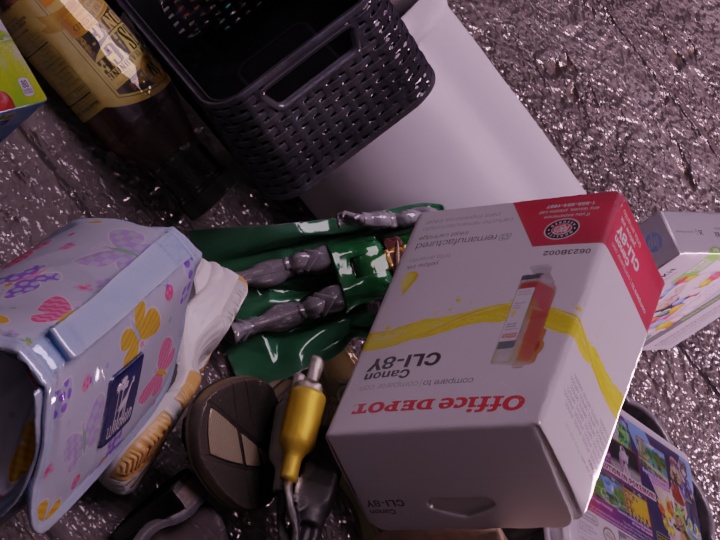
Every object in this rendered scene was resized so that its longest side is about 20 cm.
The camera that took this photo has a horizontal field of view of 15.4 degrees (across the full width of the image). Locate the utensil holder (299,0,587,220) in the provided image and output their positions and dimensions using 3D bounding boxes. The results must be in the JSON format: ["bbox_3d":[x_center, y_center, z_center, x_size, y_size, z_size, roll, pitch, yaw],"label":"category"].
[{"bbox_3d":[0.045,-0.071,1.851,0.200,0.170,0.170,51,33,-11],"label":"utensil holder"}]

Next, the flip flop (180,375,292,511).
[{"bbox_3d":[-0.076,0.100,1.622,0.200,0.057,0.082,-12,103,-78],"label":"flip flop"}]

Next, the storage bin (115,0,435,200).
[{"bbox_3d":[-0.058,-0.153,1.730,0.094,0.135,0.200,55,-4,-38],"label":"storage bin"}]

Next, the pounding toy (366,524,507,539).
[{"bbox_3d":[0.048,0.239,1.563,0.185,0.142,0.200,61,2,-14],"label":"pounding toy"}]

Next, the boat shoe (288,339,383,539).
[{"bbox_3d":[0.017,0.124,1.734,0.073,0.063,0.201,0,61,-52],"label":"boat shoe"}]

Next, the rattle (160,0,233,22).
[{"bbox_3d":[-0.067,-0.254,1.902,0.131,0.142,0.200,64,23,-20],"label":"rattle"}]

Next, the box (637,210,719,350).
[{"bbox_3d":[0.231,0.010,2.021,0.200,0.156,0.041,2,59,-52],"label":"box"}]

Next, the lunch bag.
[{"bbox_3d":[-0.185,0.066,1.407,0.127,0.200,0.170,51,33,-5],"label":"lunch bag"}]

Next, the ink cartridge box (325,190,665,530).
[{"bbox_3d":[0.083,0.053,1.595,0.084,0.144,0.200,62,36,-35],"label":"ink cartridge box"}]

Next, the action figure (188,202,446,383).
[{"bbox_3d":[0.000,0.000,1.738,0.199,0.055,0.119,-16,80,-17],"label":"action figure"}]

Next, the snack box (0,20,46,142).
[{"bbox_3d":[-0.303,-0.156,1.575,0.201,0.068,0.168,58,34,7],"label":"snack box"}]

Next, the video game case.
[{"bbox_3d":[0.174,0.172,1.755,0.200,0.023,0.183,34,41,-46],"label":"video game case"}]

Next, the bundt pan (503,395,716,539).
[{"bbox_3d":[0.160,0.175,1.858,0.201,0.076,0.203,32,39,-30],"label":"bundt pan"}]

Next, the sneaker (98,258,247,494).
[{"bbox_3d":[-0.139,0.055,1.609,0.087,0.076,0.200,30,35,-5],"label":"sneaker"}]

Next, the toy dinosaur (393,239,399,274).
[{"bbox_3d":[0.066,0.085,1.730,0.200,0.060,0.107,41,31,-33],"label":"toy dinosaur"}]

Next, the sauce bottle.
[{"bbox_3d":[-0.159,-0.120,1.728,0.200,0.066,0.066,48,34,-11],"label":"sauce bottle"}]

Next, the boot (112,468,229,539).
[{"bbox_3d":[-0.081,0.217,1.524,0.174,0.069,0.200,50,31,-6],"label":"boot"}]

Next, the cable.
[{"bbox_3d":[-0.046,0.152,1.557,0.050,0.097,0.201,15,53,5],"label":"cable"}]

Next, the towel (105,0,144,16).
[{"bbox_3d":[-0.224,-0.257,1.781,0.200,0.048,0.112,31,39,-32],"label":"towel"}]
